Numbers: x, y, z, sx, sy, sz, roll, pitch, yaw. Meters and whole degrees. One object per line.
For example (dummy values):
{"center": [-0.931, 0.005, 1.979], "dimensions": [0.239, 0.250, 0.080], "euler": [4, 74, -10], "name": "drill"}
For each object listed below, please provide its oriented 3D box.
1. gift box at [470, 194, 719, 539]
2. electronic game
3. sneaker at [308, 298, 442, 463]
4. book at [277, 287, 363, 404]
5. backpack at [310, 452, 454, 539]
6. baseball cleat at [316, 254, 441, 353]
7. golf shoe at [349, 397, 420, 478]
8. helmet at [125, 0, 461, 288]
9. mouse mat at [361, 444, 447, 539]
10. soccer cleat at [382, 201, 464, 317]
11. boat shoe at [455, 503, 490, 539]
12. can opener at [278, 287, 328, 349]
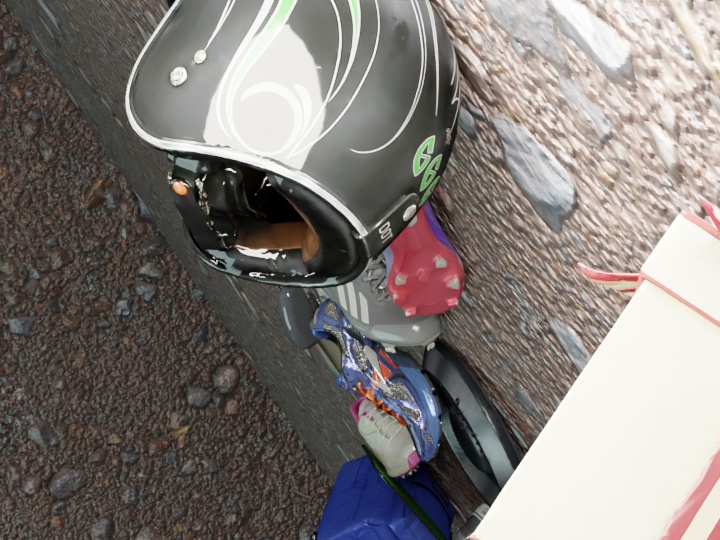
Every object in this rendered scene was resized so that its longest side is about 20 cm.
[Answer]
{"center": [0.151, 0.085, 0.643], "dimensions": [0.199, 0.187, 0.185], "euler": [36, 169, 10], "name": "gift box"}
{"center": [0.117, 0.161, 1.467], "dimensions": [0.201, 0.041, 0.200], "euler": [60, 170, 18], "name": "electronic game"}
{"center": [0.017, 0.107, 1.483], "dimensions": [0.201, 0.078, 0.075], "euler": [58, 170, 16], "name": "sneaker"}
{"center": [-0.050, 0.075, 1.964], "dimensions": [0.201, 0.048, 0.134], "euler": [59, 172, -35], "name": "book"}
{"center": [0.047, 0.349, 2.080], "dimensions": [0.164, 0.166, 0.201], "euler": [59, -159, -22], "name": "backpack"}
{"center": [0.000, 0.000, 1.404], "dimensions": [0.199, 0.069, 0.108], "euler": [29, 139, 46], "name": "baseball cleat"}
{"center": [0.034, 0.204, 1.878], "dimensions": [0.092, 0.075, 0.200], "euler": [48, 170, -10], "name": "golf shoe"}
{"center": [-0.038, -0.107, 0.883], "dimensions": [0.197, 0.193, 0.201], "euler": [16, 153, 8], "name": "helmet"}
{"center": [0.062, 0.293, 1.880], "dimensions": [0.161, 0.008, 0.200], "euler": [49, 179, -5], "name": "mouse mat"}
{"center": [0.037, -0.034, 1.180], "dimensions": [0.200, 0.066, 0.077], "euler": [59, -159, -53], "name": "soccer cleat"}
{"center": [0.152, 0.359, 1.883], "dimensions": [0.072, 0.067, 0.201], "euler": [49, 168, 24], "name": "boat shoe"}
{"center": [-0.067, -0.017, 1.518], "dimensions": [0.052, 0.066, 0.202], "euler": [3, 116, 57], "name": "can opener"}
